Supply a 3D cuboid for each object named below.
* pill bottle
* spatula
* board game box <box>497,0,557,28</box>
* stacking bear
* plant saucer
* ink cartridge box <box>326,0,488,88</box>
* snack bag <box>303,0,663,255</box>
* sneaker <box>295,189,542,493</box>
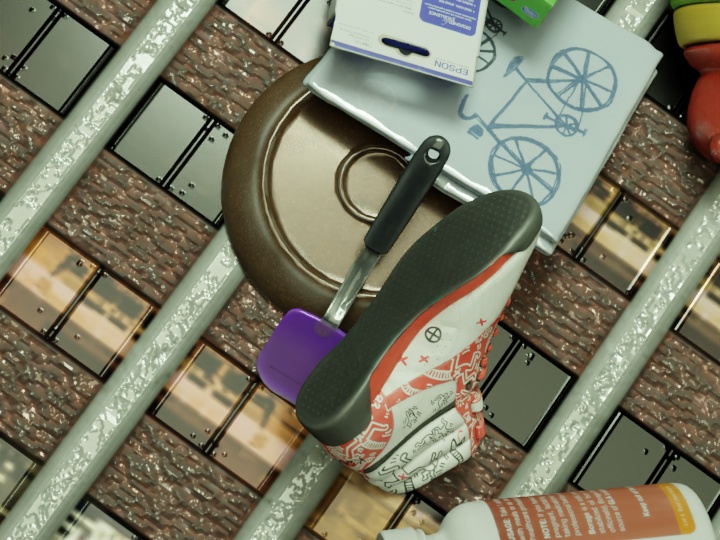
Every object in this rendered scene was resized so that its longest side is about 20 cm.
[{"bbox_3d":[0.113,0.194,1.193,0.200,0.112,0.112,-4,80,-8],"label":"pill bottle"},{"bbox_3d":[0.000,0.000,1.220,0.056,0.021,0.200,30,100,-3],"label":"spatula"},{"bbox_3d":[0.109,-0.267,1.284,0.135,0.029,0.200,34,55,-2],"label":"board game box"},{"bbox_3d":[0.261,-0.168,1.285,0.114,0.121,0.200,3,89,24],"label":"stacking bear"},{"bbox_3d":[0.010,-0.053,1.267,0.200,0.034,0.200,1,80,-8],"label":"plant saucer"},{"bbox_3d":[0.037,-0.201,1.262,0.099,0.039,0.200,17,57,-8],"label":"ink cartridge box"},{"bbox_3d":[0.080,-0.127,1.270,0.200,0.021,0.189,31,59,1],"label":"snack bag"},{"bbox_3d":[0.057,0.049,1.215,0.201,0.067,0.108,-48,130,-5],"label":"sneaker"}]
